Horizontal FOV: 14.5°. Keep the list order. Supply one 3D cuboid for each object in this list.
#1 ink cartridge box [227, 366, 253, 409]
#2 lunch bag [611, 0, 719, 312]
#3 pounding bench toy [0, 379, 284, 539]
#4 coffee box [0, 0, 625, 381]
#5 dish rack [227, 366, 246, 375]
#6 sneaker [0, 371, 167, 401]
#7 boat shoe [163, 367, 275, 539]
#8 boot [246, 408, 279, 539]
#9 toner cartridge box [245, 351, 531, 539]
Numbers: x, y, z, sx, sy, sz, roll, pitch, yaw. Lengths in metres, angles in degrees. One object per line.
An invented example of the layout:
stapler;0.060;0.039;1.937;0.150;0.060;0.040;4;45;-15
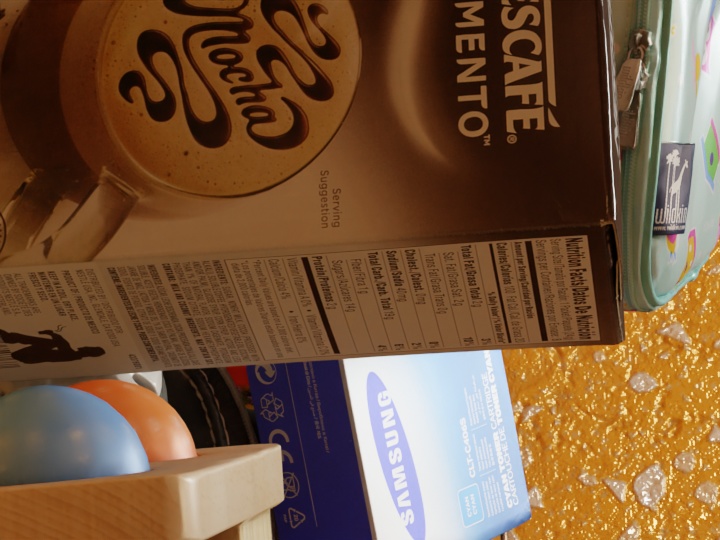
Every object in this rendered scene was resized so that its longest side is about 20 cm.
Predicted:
ink cartridge box;-0.016;0.085;1.199;0.200;0.109;0.050;78;10;-49
lunch bag;0.090;-0.073;0.975;0.200;0.077;0.161;-26;123;-75
pounding bench toy;-0.076;0.103;0.613;0.200;0.124;0.157;8;77;-83
coffee box;-0.029;-0.039;0.777;0.080;0.199;0.113;73;14;-64
dish rack;0.024;-0.034;1.191;0.055;0.199;0.154;-106;-161;-59
sneaker;-0.083;0.078;0.816;0.200;0.066;0.091;-87;168;-60
boat shoe;-0.069;0.117;0.910;0.060;0.074;0.201;76;19;-79
boot;-0.037;0.117;1.053;0.200;0.097;0.075;77;11;-52
toner cartridge box;0.000;0.000;0.954;0.095;0.043;0.201;-17;98;-53
